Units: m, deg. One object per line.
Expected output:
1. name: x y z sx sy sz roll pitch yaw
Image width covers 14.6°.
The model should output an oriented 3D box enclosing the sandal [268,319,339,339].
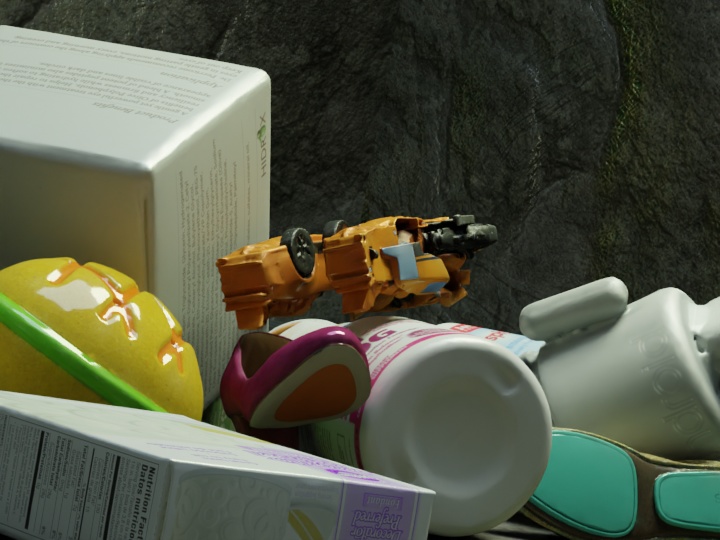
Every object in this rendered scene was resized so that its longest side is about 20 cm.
1. sandal: -0.014 0.073 1.904 0.206 0.080 0.059 18 -12 43

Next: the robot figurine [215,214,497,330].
1. robot figurine: 0.000 0.000 1.712 0.144 0.059 0.200 -9 -2 25

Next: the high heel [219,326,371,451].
1. high heel: -0.039 0.047 1.579 0.067 0.097 0.200 -6 -22 -10

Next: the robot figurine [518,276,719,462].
1. robot figurine: 0.165 0.085 1.777 0.199 0.170 0.113 -26 11 17

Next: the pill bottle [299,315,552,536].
1. pill bottle: 0.026 0.086 1.646 0.113 0.114 0.200 10 0 -18

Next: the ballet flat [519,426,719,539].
1. ballet flat: 0.161 0.141 1.708 0.199 0.071 0.071 10 1 -20

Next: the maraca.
1. maraca: -0.135 0.065 1.562 0.200 0.107 0.137 38 -1 -26

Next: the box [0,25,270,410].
1. box: -0.176 -0.021 1.727 0.198 0.201 0.171 11 27 21

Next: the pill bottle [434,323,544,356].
1. pill bottle: 0.092 0.096 1.933 0.199 0.110 0.109 11 1 28

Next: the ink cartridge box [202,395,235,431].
1. ink cartridge box: -0.120 0.090 1.870 0.145 0.048 0.200 11 3 23

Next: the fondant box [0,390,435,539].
1. fondant box: -0.084 0.099 1.238 0.144 0.059 0.199 10 2 -38
